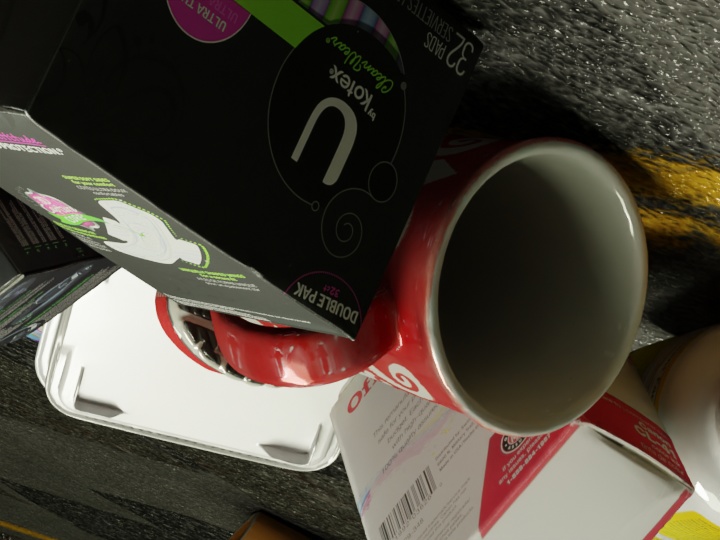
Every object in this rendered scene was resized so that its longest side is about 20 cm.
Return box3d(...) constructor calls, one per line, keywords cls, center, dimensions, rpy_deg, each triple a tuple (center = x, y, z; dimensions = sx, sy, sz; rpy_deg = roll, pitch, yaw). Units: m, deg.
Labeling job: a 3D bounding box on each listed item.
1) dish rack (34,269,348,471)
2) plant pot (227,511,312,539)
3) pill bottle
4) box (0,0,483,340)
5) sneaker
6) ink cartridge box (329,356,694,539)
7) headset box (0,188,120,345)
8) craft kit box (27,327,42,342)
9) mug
box3d(cls="dish rack", center=(-0.083, 0.042, 1.614), dimensions=(0.199, 0.044, 0.172), rpy_deg=(14, 126, -7))
box3d(cls="plant pot", center=(-0.074, 0.348, 2.802), dimensions=(0.183, 0.200, 0.200), rpy_deg=(41, 165, -4))
box3d(cls="pill bottle", center=(0.192, 0.083, 1.423), dimensions=(0.111, 0.112, 0.200), rpy_deg=(26, 167, -10))
box3d(cls="box", center=(-0.075, -0.085, 1.152), dimensions=(0.124, 0.149, 0.200), rpy_deg=(10, 161, 47))
box3d(cls="sneaker", center=(-0.057, 0.023, 1.475), dimensions=(0.084, 0.078, 0.200), rpy_deg=(-2, 179, 29))
box3d(cls="ink cartridge box", center=(0.071, 0.089, 1.407), dimensions=(0.085, 0.148, 0.200), rpy_deg=(30, -159, -24))
box3d(cls="headset box", center=(-0.216, -0.048, 1.362), dimensions=(0.175, 0.093, 0.200), rpy_deg=(55, -167, 3))
box3d(cls="craft kit box", center=(-0.187, 0.015, 1.727), dimensions=(0.197, 0.049, 0.200), rpy_deg=(24, 169, -17))
box3d(cls="mug", center=(0.004, -0.011, 1.306), dimensions=(0.177, 0.134, 0.199), rpy_deg=(11, -177, -39))
